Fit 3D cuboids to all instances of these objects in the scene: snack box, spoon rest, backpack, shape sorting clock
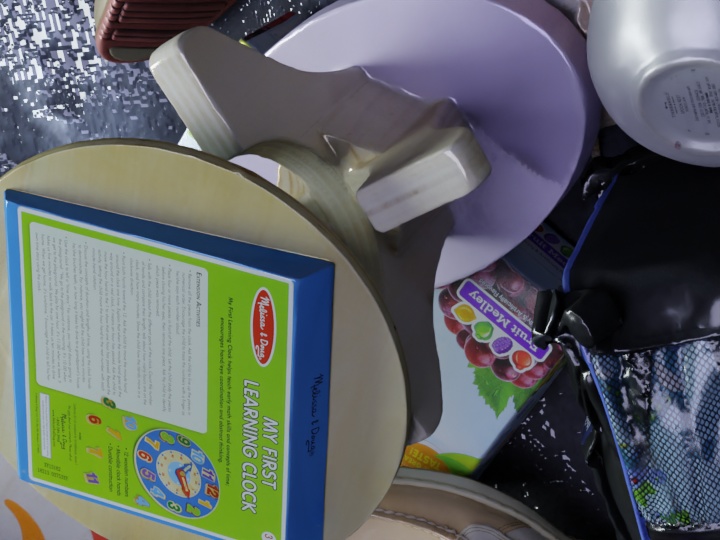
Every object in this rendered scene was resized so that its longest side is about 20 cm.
[{"bbox_3d":[0.000,0.000,1.084,0.200,0.053,0.143,40,126,9],"label":"snack box"},{"bbox_3d":[0.123,-0.113,0.864,0.099,0.061,0.201,0,140,19],"label":"spoon rest"},{"bbox_3d":[0.166,0.061,0.936,0.146,0.183,0.201,-8,111,17],"label":"backpack"},{"bbox_3d":[-0.074,0.036,0.937,0.199,0.039,0.201,13,124,19],"label":"shape sorting clock"}]

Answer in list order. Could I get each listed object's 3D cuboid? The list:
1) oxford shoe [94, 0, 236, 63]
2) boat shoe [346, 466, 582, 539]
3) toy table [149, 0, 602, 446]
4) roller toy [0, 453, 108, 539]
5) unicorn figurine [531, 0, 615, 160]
[{"bbox_3d":[-0.074,-0.180,1.054,0.075,0.070,0.200,57,131,29],"label":"oxford shoe"},{"bbox_3d":[0.063,0.150,1.063,0.199,0.069,0.074,20,128,-4],"label":"boat shoe"},{"bbox_3d":[-0.005,-0.031,0.960,0.184,0.117,0.200,49,129,-3],"label":"toy table"},{"bbox_3d":[-0.169,0.096,1.156,0.181,0.140,0.201,5,118,6],"label":"roller toy"},{"bbox_3d":[0.088,-0.147,0.957,0.137,0.074,0.200,44,126,8],"label":"unicorn figurine"}]
